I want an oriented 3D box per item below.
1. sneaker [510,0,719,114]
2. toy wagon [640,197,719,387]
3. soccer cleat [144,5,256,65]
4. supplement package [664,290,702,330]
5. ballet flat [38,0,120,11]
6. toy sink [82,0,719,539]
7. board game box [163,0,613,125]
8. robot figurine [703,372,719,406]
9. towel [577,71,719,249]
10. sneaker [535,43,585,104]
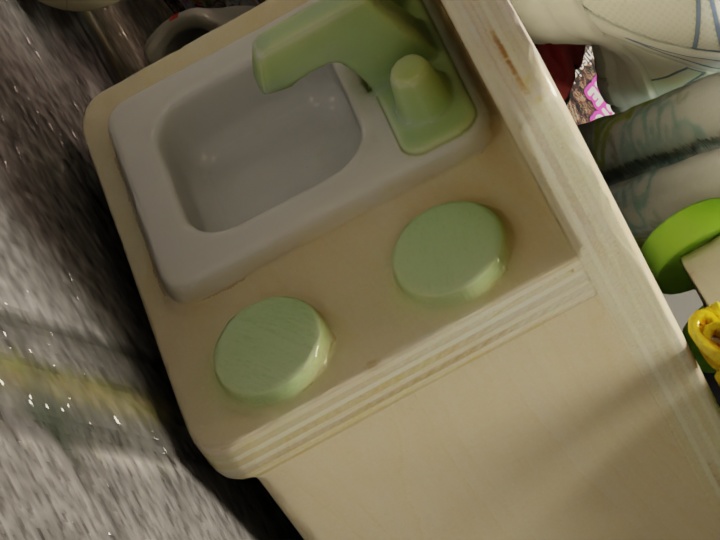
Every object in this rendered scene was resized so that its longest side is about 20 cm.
[{"bbox_3d":[0.105,-0.081,0.802,0.200,0.087,0.075,5,91,-65],"label":"sneaker"},{"bbox_3d":[0.127,0.052,0.735,0.155,0.039,0.200,62,4,26],"label":"toy wagon"},{"bbox_3d":[0.000,0.000,0.846,0.200,0.069,0.085,58,15,18],"label":"soccer cleat"},{"bbox_3d":[0.176,0.057,1.233,0.120,0.200,0.121,63,8,29],"label":"supplement package"},{"bbox_3d":[-0.046,-0.125,0.823,0.070,0.069,0.200,58,32,-7],"label":"ballet flat"},{"bbox_3d":[0.009,0.000,0.700,0.200,0.112,0.131,58,5,-48],"label":"toy sink"},{"bbox_3d":[0.028,-0.112,0.989,0.200,0.097,0.159,51,42,-9],"label":"board game box"},{"bbox_3d":[0.157,0.102,0.920,0.150,0.200,0.125,51,11,-50],"label":"robot figurine"},{"bbox_3d":[0.156,-0.028,0.830,0.200,0.171,0.048,-20,-114,62],"label":"towel"},{"bbox_3d":[0.044,-0.120,0.861,0.201,0.071,0.098,-61,139,-48],"label":"sneaker"}]
